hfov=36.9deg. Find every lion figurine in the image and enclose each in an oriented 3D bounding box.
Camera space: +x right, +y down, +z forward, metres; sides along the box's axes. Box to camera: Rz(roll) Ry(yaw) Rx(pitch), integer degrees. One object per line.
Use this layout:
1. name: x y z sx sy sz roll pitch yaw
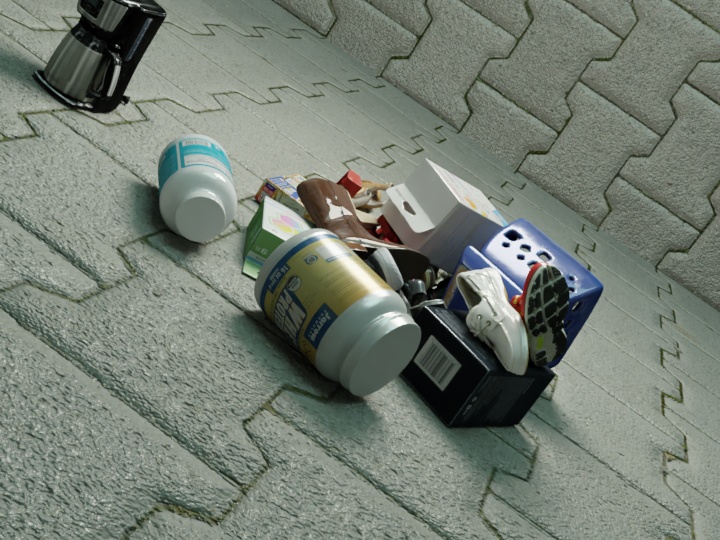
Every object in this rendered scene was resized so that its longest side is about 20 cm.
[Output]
1. lion figurine: -0.015 -0.135 2.064 0.122 0.073 0.200 5 7 34

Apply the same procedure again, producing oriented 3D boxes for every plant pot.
1. plant pot: 0.247 0.058 1.793 0.179 0.200 0.200 -19 53 -41

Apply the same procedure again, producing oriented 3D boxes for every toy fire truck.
1. toy fire truck: 0.018 -0.078 1.856 0.141 0.049 0.200 37 23 -24

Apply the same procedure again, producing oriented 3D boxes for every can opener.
1. can opener: 0.111 0.061 1.671 0.200 0.053 0.067 52 26 -72

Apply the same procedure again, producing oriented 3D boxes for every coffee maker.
1. coffee maker: -0.419 -0.378 1.783 0.135 0.200 0.192 34 18 -2

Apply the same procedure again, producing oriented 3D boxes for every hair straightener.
1. hair straightener: 0.126 0.045 1.894 0.077 0.041 0.200 -3 14 34

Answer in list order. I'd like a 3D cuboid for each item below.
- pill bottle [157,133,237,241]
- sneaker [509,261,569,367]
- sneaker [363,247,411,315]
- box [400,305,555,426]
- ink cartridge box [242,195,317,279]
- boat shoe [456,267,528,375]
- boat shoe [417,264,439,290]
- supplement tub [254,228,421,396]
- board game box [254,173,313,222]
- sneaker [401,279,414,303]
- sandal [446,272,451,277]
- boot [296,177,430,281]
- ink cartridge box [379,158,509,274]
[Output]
1. pill bottle: -0.237 -0.115 1.564 0.111 0.111 0.200 26 20 -22
2. sneaker: 0.246 0.057 1.553 0.077 0.200 0.085 -28 50 -18
3. sneaker: 0.011 0.044 1.641 0.200 0.114 0.076 72 -7 -59
4. box: 0.166 0.143 1.600 0.200 0.107 0.148 9 30 -51
5. ink cartridge box: -0.118 -0.035 1.645 0.104 0.059 0.200 29 18 -14
6. boat shoe: 0.184 0.074 1.545 0.069 0.071 0.200 -1 38 -16
7. boat shoe: 0.108 -0.013 1.909 0.072 0.072 0.200 -2 14 -12
8. supplement tub: -0.030 0.055 1.426 0.200 0.145 0.144 44 20 29
9. board game box: -0.071 -0.093 1.899 0.200 0.046 0.151 38 18 11
10. sneaker: 0.000 0.000 1.747 0.200 0.079 0.095 37 25 15
11. sandal: 0.250 0.037 2.104 0.201 0.057 0.080 37 18 10
12. boot: 0.002 -0.073 1.740 0.186 0.064 0.200 12 32 -34
13. ink cartridge box: 0.144 -0.088 1.861 0.200 0.125 0.129 23 25 -48
